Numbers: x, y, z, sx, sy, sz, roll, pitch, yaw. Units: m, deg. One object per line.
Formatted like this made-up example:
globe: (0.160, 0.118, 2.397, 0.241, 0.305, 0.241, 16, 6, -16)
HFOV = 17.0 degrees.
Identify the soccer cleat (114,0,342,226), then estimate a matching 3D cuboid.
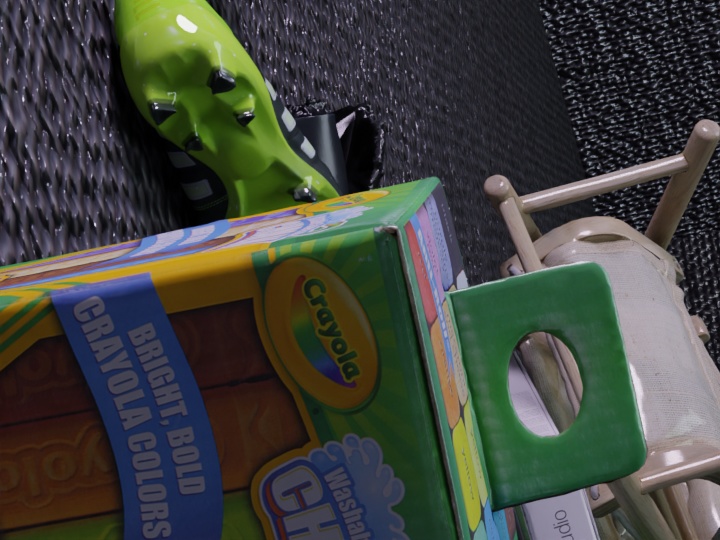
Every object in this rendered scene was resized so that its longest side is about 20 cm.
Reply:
soccer cleat: (-0.056, -0.059, 1.050, 0.200, 0.067, 0.081, 64, 4, -55)

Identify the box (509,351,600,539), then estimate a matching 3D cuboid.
box: (0.099, 0.138, 1.248, 0.200, 0.036, 0.145, -106, 179, -74)

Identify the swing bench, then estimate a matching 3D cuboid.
swing bench: (0.157, 0.068, 1.275, 0.200, 0.130, 0.199, 82, -9, -52)

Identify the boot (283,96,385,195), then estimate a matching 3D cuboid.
boot: (0.000, 0.000, 1.251, 0.200, 0.076, 0.168, 15, 68, -73)

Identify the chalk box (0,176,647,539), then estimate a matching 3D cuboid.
chalk box: (-0.023, 0.048, 0.675, 0.124, 0.200, 0.125, -45, 123, -79)
